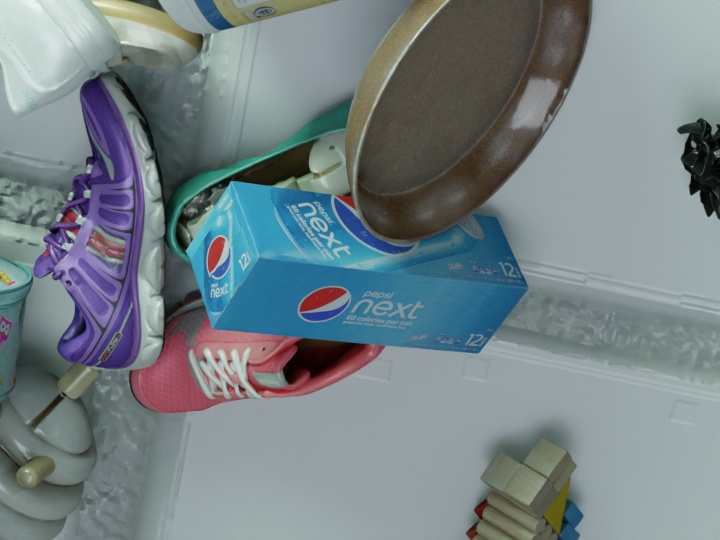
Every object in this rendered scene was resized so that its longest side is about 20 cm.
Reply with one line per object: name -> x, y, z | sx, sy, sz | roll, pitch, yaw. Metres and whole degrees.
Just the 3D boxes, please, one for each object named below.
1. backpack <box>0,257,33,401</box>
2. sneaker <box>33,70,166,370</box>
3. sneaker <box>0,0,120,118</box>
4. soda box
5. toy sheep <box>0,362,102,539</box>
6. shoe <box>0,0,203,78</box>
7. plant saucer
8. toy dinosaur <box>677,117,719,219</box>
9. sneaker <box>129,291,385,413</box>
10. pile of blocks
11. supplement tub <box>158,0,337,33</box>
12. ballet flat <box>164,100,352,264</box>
backpack -> -0.305, 0.013, 1.276 | 0.199, 0.176, 0.154 | 21, 100, 11
sneaker -> -0.166, -0.026, 1.291 | 0.083, 0.081, 0.201 | -3, 111, -12
sneaker -> -0.233, -0.178, 1.196 | 0.088, 0.075, 0.200 | -40, 76, 4
soda box -> 0.000, 0.000, 1.257 | 0.200, 0.064, 0.068 | 6, 136, -33
toy sheep -> -0.243, 0.129, 1.365 | 0.200, 0.138, 0.138 | -39, 107, 14
shoe -> -0.194, -0.139, 1.253 | 0.199, 0.070, 0.054 | 8, 84, 10
plant saucer -> 0.058, -0.108, 1.205 | 0.034, 0.200, 0.201 | 37, 121, 27
toy dinosaur -> 0.270, -0.084, 1.243 | 0.136, 0.102, 0.200 | -34, 97, -5
sneaker -> -0.067, 0.052, 1.333 | 0.200, 0.087, 0.074 | -20, 113, 15
pile of blocks -> 0.105, 0.201, 1.418 | 0.062, 0.082, 0.201 | 29, 114, 39
supplement tub -> -0.024, -0.224, 1.155 | 0.199, 0.145, 0.145 | -12, 115, 12
ballet flat -> -0.037, -0.051, 1.287 | 0.200, 0.070, 0.067 | -23, 112, 16
